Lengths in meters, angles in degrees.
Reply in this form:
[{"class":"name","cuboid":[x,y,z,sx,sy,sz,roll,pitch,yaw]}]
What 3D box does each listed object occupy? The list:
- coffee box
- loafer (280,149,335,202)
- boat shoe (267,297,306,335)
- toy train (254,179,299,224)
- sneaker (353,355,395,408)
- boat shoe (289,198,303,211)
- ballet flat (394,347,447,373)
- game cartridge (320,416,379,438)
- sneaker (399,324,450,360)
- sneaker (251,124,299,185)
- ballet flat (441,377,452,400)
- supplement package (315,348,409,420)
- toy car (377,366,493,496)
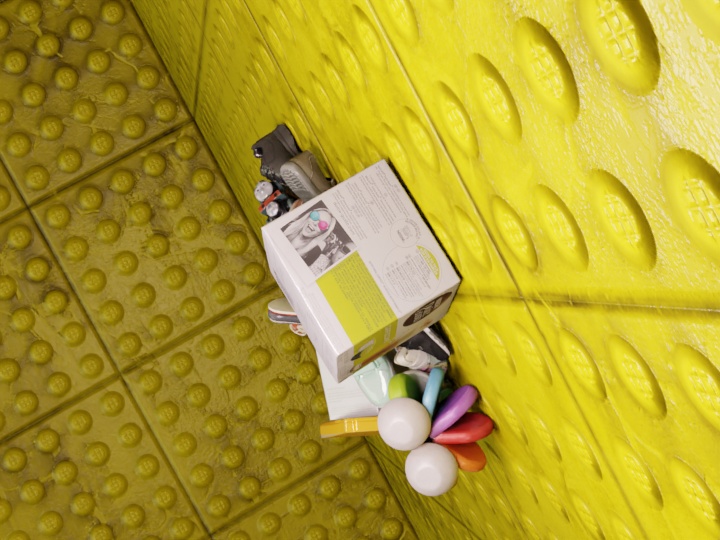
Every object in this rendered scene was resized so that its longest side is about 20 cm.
[{"class":"coffee box","cuboid":[0.000,0.005,1.416,0.201,0.197,0.200,58,170,13]},{"class":"loafer","cuboid":[-0.061,-0.132,1.801,0.075,0.070,0.201,13,148,44]},{"class":"boat shoe","cuboid":[-0.092,0.090,1.866,0.199,0.063,0.071,4,-157,-46]},{"class":"toy train","cuboid":[-0.135,-0.116,2.017,0.114,0.085,0.199,56,-163,27]},{"class":"sneaker","cuboid":[-0.016,0.140,1.672,0.118,0.073,0.202,-7,-110,-61]},{"class":"boat shoe","cuboid":[-0.086,-0.042,1.868,0.075,0.071,0.202,24,-127,-53]},{"class":"ballet flat","cuboid":[0.066,0.105,1.647,0.069,0.071,0.201,-24,109,37]},{"class":"game cartridge","cuboid":[0.035,0.268,1.780,0.200,0.174,0.033,140,128,-70]},{"class":"sneaker","cuboid":[0.051,0.087,1.584,0.200,0.088,0.076,41,-172,-20]},{"class":"sneaker","cuboid":[-0.140,-0.191,1.942,0.200,0.090,0.076,52,165,40]},{"class":"ballet flat","cuboid":[0.121,0.211,1.790,0.075,0.074,0.200,57,169,19]},{"class":"supplement package","cuboid":[0.002,0.150,1.807,0.116,0.116,0.202,-12,90,39]},{"class":"toy car","cuboid":[0.126,0.238,1.597,0.201,0.149,0.175,59,-161,-6]}]
